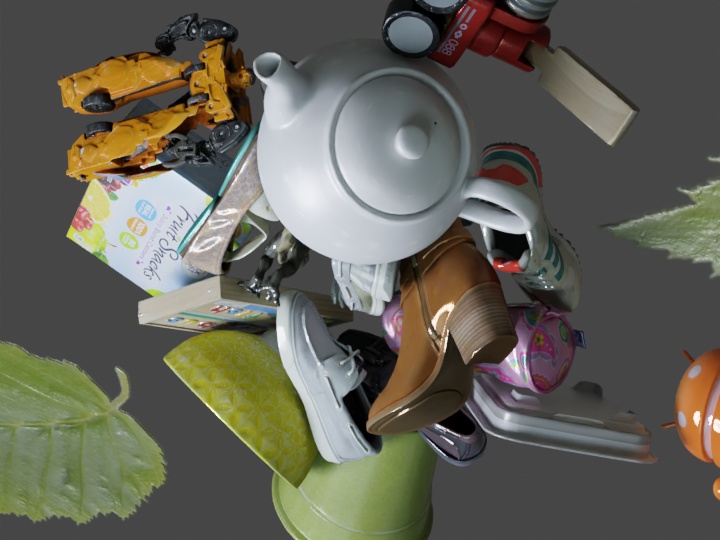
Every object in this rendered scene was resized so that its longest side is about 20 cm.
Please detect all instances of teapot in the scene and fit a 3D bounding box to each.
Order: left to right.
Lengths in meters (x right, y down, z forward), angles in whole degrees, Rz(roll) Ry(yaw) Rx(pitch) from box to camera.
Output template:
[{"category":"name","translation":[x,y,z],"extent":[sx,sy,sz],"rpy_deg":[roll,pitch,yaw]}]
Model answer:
[{"category":"teapot","translation":[0.021,-0.095,0.907],"extent":[0.146,0.199,0.199],"rpy_deg":[3,113,69]}]

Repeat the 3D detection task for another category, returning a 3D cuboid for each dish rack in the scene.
[{"category":"dish rack","translation":[0.195,0.137,1.129],"extent":[0.170,0.200,0.044],"rpy_deg":[11,96,-4]}]

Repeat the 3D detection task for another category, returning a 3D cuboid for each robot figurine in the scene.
[{"category":"robot figurine","translation":[-0.184,-0.154,1.057],"extent":[0.198,0.146,0.058],"rpy_deg":[-12,168,17]},{"category":"robot figurine","translation":[0.378,0.140,1.052],"extent":[0.199,0.117,0.145],"rpy_deg":[17,135,39]}]

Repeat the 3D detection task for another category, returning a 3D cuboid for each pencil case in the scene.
[{"category":"pencil case","translation":[0.116,0.062,1.118],"extent":[0.199,0.088,0.088],"rpy_deg":[10,140,44]}]

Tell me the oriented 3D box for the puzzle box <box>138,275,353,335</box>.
[{"category":"puzzle box","translation":[-0.121,0.045,1.218],"extent":[0.132,0.026,0.199],"rpy_deg":[-16,161,40]}]

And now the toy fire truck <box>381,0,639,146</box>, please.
[{"category":"toy fire truck","translation":[0.134,-0.202,0.852],"extent":[0.199,0.129,0.176],"rpy_deg":[22,140,-13]}]

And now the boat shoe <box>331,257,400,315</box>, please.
[{"category":"boat shoe","translation":[0.000,0.002,1.105],"extent":[0.064,0.075,0.202],"rpy_deg":[11,177,-3]}]

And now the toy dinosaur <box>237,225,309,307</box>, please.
[{"category":"toy dinosaur","translation":[-0.075,-0.012,1.096],"extent":[0.047,0.089,0.200],"rpy_deg":[34,172,-3]}]

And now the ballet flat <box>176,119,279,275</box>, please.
[{"category":"ballet flat","translation":[-0.107,-0.063,1.071],"extent":[0.067,0.068,0.200],"rpy_deg":[33,136,-8]}]

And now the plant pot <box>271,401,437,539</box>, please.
[{"category":"plant pot","translation":[0.016,0.202,1.293],"extent":[0.199,0.201,0.191],"rpy_deg":[23,128,4]}]

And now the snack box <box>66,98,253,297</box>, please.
[{"category":"snack box","translation":[-0.204,-0.060,1.204],"extent":[0.168,0.068,0.200],"rpy_deg":[36,140,-6]}]

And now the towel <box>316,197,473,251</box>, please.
[{"category":"towel","translation":[0.002,-0.084,1.108],"extent":[0.199,0.022,0.147],"rpy_deg":[-11,126,36]}]

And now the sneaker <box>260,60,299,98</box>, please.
[{"category":"sneaker","translation":[-0.026,-0.099,1.033],"extent":[0.199,0.077,0.114],"rpy_deg":[36,134,-17]}]

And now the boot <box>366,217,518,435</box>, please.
[{"category":"boot","translation":[0.055,0.050,1.073],"extent":[0.076,0.156,0.200],"rpy_deg":[5,139,-35]}]

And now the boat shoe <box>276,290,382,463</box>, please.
[{"category":"boat shoe","translation":[-0.025,0.106,1.150],"extent":[0.071,0.070,0.202],"rpy_deg":[-8,116,22]}]

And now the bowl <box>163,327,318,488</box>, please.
[{"category":"bowl","translation":[-0.105,0.127,1.224],"extent":[0.200,0.108,0.200],"rpy_deg":[43,170,9]}]

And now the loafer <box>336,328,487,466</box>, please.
[{"category":"loafer","translation":[0.053,0.120,1.185],"extent":[0.200,0.072,0.063],"rpy_deg":[38,159,19]}]

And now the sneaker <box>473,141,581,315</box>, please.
[{"category":"sneaker","translation":[0.147,-0.015,1.047],"extent":[0.070,0.094,0.201],"rpy_deg":[-3,131,30]}]
